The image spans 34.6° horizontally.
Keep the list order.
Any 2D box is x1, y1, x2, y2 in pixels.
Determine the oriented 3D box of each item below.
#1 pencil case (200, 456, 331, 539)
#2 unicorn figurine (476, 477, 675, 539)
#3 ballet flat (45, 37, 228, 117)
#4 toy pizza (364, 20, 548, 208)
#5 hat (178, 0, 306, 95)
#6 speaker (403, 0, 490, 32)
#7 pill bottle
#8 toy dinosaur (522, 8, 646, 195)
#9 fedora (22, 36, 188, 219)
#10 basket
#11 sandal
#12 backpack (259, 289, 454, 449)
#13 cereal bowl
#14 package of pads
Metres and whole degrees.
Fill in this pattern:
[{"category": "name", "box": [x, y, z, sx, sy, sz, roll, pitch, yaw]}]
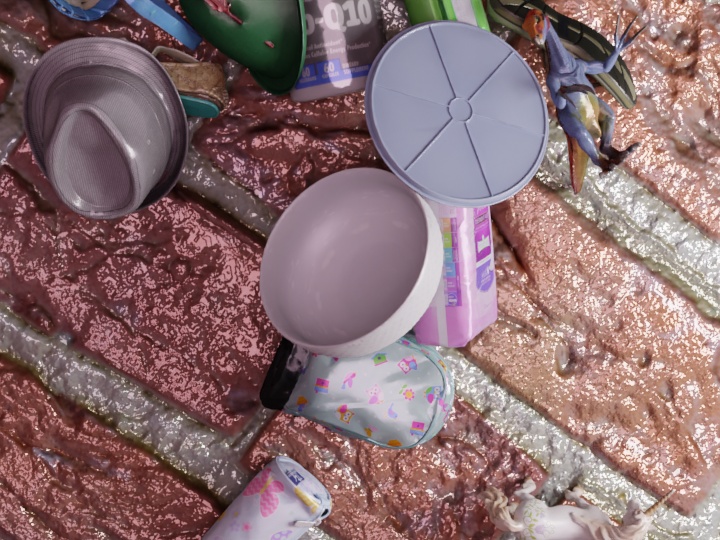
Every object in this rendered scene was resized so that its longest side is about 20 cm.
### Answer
[{"category": "pencil case", "box": [-0.121, 0.305, 1.312, 0.091, 0.083, 0.200, 44, 95, 15]}, {"category": "unicorn figurine", "box": [0.239, 0.277, 1.297, 0.199, 0.137, 0.074, -10, 98, -1]}, {"category": "ballet flat", "box": [-0.240, -0.214, 1.253, 0.199, 0.071, 0.065, 11, 70, -7]}, {"category": "toy pizza", "box": [0.096, -0.157, 1.173, 0.200, 0.032, 0.201, 4, 75, -16]}, {"category": "hat", "box": [-0.169, -0.261, 1.158, 0.176, 0.166, 0.201, -16, 101, -29]}, {"category": "speaker", "box": [0.087, -0.290, 1.236, 0.088, 0.088, 0.200, -17, 99, 0]}, {"category": "pill bottle", "box": [-0.037, -0.285, 1.218, 0.113, 0.114, 0.200, -12, 98, -1]}, {"category": "toy dinosaur", "box": [0.213, -0.180, 1.210, 0.182, 0.200, 0.105, 51, 50, 2]}, {"category": "fedora", "box": [-0.272, -0.133, 1.206, 0.176, 0.090, 0.200, 3, 124, 0]}, {"category": "basket", "box": [-0.254, -0.311, 1.179, 0.200, 0.176, 0.139, 41, 94, 12]}, {"category": "sandal", "box": [0.218, -0.239, 1.265, 0.201, 0.080, 0.057, 31, 128, -8]}, {"category": "backpack", "box": [0.003, 0.119, 1.267, 0.200, 0.127, 0.167, 23, 98, -1]}, {"category": "cereal bowl", "box": [0.000, 0.000, 1.182, 0.200, 0.200, 0.083, -48, 140, 4]}, {"category": "package of pads", "box": [0.099, -0.025, 1.256, 0.075, 0.120, 0.201, -2, 99, 19]}]
